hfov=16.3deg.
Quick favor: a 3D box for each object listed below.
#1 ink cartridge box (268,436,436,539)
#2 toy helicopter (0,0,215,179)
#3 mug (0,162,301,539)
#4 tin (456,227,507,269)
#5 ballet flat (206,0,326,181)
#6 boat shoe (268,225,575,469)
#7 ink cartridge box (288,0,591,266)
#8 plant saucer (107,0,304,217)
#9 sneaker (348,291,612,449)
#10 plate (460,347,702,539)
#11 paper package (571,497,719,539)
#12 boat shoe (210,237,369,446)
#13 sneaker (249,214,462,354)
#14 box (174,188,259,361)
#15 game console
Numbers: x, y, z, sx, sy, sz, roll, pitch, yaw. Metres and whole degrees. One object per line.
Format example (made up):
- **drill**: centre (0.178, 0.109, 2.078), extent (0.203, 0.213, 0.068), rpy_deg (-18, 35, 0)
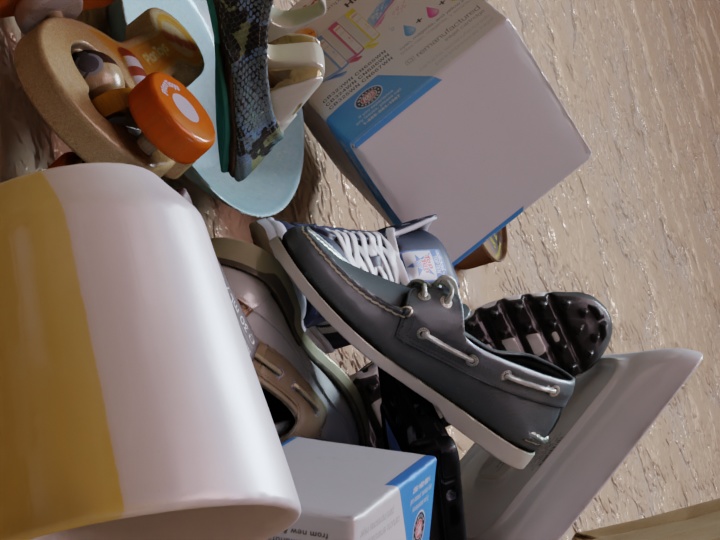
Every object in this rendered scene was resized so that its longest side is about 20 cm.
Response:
- **ink cartridge box**: centre (-0.026, 0.195, 1.218), extent (0.146, 0.084, 0.202), rpy_deg (-26, 121, -71)
- **toy helicopter**: centre (-0.128, -0.104, 1.282), extent (0.132, 0.079, 0.200), rpy_deg (48, 19, -4)
- **mug**: centre (-0.120, 0.039, 1.020), extent (0.186, 0.149, 0.154), rpy_deg (11, 64, -56)
- **tin**: centre (0.061, -0.084, 1.937), extent (0.112, 0.042, 0.200), rpy_deg (-94, 159, -46)
- **ballet flat**: centre (-0.050, -0.122, 1.335), extent (0.201, 0.074, 0.075), rpy_deg (87, 0, -52)
- **boat shoe**: centre (0.036, 0.029, 1.374), extent (0.200, 0.062, 0.073), rpy_deg (39, 10, -21)
- **ink cartridge box**: centre (0.031, -0.116, 1.625), extent (0.125, 0.128, 0.200), rpy_deg (53, -4, -36)
- **plant saucer**: centre (-0.098, -0.122, 1.460), extent (0.201, 0.038, 0.202), rpy_deg (44, 37, -47)
- **sneaker**: centre (0.059, 0.060, 1.560), extent (0.091, 0.199, 0.067), rpy_deg (-83, 148, -83)
- **plate**: centre (0.104, 0.118, 1.546), extent (0.032, 0.200, 0.200), rpy_deg (44, -14, -11)
- **paper package**: centre (0.274, 0.291, 1.989), extent (0.201, 0.190, 0.104), rpy_deg (68, 22, -13)
- **boat shoe**: centre (-0.055, 0.067, 1.403), extent (0.069, 0.074, 0.200), rpy_deg (-67, 147, -29)
- **sneaker**: centre (0.000, 0.000, 1.479), extent (0.200, 0.108, 0.071), rpy_deg (64, 11, -77)
- **box**: centre (-0.115, 0.052, 1.212), extent (0.200, 0.074, 0.101), rpy_deg (-71, 141, -59)
- **game console**: centre (0.001, 0.176, 1.419), extent (0.176, 0.116, 0.201), rpy_deg (-119, -161, -57)
